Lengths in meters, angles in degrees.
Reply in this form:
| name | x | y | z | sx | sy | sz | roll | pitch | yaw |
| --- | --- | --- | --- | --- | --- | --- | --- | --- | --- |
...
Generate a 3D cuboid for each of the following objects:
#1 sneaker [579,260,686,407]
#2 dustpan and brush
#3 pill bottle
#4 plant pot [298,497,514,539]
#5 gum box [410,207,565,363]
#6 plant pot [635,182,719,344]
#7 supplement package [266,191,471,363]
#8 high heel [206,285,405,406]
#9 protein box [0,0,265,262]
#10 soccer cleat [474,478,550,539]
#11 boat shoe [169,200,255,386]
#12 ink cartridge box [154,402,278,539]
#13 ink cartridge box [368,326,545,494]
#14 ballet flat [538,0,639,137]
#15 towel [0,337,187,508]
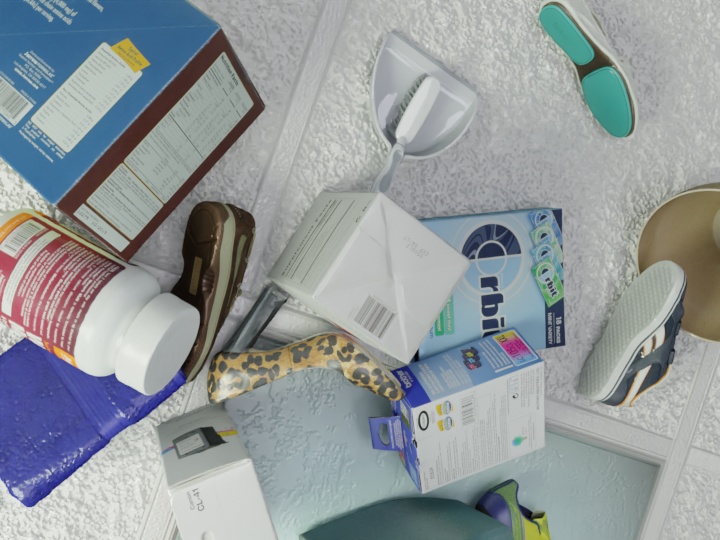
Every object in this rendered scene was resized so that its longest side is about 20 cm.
| name | x | y | z | sx | sy | sz | roll | pitch | yaw |
| --- | --- | --- | --- | --- | --- | --- | --- | --- | --- |
| sneaker | 0.361 | 0.084 | 1.041 | 0.079 | 0.079 | 0.201 | 22 | 109 | -21 |
| dustpan and brush | 0.050 | -0.155 | 0.926 | 0.139 | 0.057 | 0.201 | 29 | 86 | -19 |
| pill bottle | -0.260 | 0.031 | 0.774 | 0.199 | 0.110 | 0.110 | 28 | 86 | 10 |
| plant pot | 0.077 | 0.366 | 0.927 | 0.198 | 0.196 | 0.198 | -23 | 102 | -25 |
| gum box | 0.149 | 0.017 | 0.986 | 0.198 | 0.045 | 0.172 | -7 | 99 | -17 |
| plant pot | 0.469 | -0.026 | 1.031 | 0.134 | 0.199 | 0.202 | -29 | 105 | -42 |
| supplement package | 0.000 | 0.000 | 0.851 | 0.121 | 0.200 | 0.120 | 35 | 84 | -18 |
| high heel | -0.063 | 0.126 | 0.890 | 0.199 | 0.071 | 0.143 | 32 | 79 | 9 |
| protein box | -0.234 | -0.160 | 0.743 | 0.198 | 0.135 | 0.200 | 38 | 81 | 20 |
| soccer cleat | 0.219 | 0.351 | 1.034 | 0.083 | 0.065 | 0.201 | -39 | 106 | -14 |
| boat shoe | -0.156 | 0.029 | 0.869 | 0.074 | 0.074 | 0.204 | -1 | 116 | -54 |
| ink cartridge box | -0.142 | 0.235 | 0.826 | 0.085 | 0.200 | 0.149 | -19 | 102 | -15 |
| ink cartridge box | 0.110 | 0.166 | 0.947 | 0.198 | 0.076 | 0.138 | -18 | 123 | -15 |
| ballet flat | 0.292 | -0.259 | 1.002 | 0.069 | 0.069 | 0.201 | -41 | 105 | -11 |
| towel | -0.291 | 0.120 | 0.828 | 0.199 | 0.050 | 0.148 | -39 | 74 | -11 |
